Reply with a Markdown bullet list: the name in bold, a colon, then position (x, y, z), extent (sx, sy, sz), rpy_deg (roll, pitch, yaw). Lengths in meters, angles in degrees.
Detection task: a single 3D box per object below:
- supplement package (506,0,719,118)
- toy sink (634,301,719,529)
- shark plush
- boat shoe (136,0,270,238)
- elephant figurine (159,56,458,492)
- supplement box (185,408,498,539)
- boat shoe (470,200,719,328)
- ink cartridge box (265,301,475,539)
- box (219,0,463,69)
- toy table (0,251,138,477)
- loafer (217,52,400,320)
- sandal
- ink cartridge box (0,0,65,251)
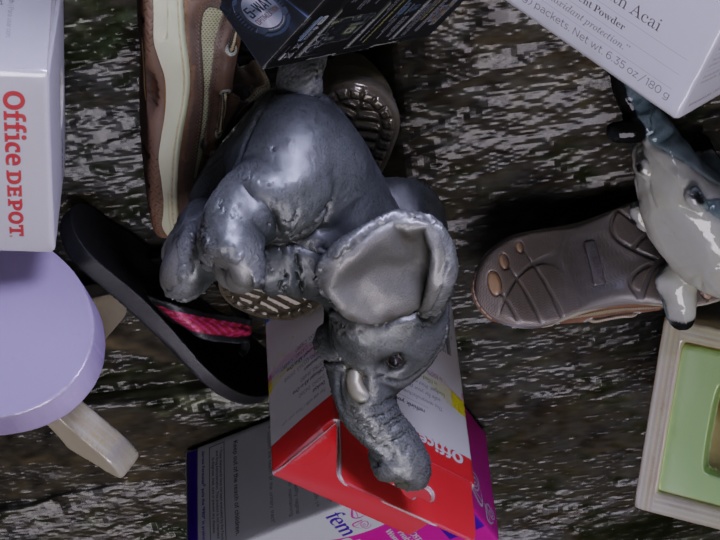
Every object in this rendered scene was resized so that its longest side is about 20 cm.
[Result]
- **supplement package**: position (0.168, -0.196, 0.900), extent (0.121, 0.120, 0.201), rpy_deg (37, 126, 20)
- **toy sink**: position (0.291, 0.105, 1.238), extent (0.199, 0.112, 0.131), rpy_deg (13, 102, 23)
- **shark plush**: position (0.196, -0.049, 1.176), extent (0.200, 0.083, 0.091), rpy_deg (46, 139, -11)
- **boat shoe**: position (-0.088, -0.098, 1.106), extent (0.074, 0.075, 0.203), rpy_deg (-4, 138, -9)
- **elephant figurine**: position (0.000, 0.000, 1.073), extent (0.199, 0.142, 0.155), rpy_deg (31, 140, -12)
- **supplement box**: position (-0.014, 0.159, 1.371), extent (0.199, 0.104, 0.101), rpy_deg (-24, 134, 17)
- **boat shoe**: position (0.163, -0.004, 1.241), extent (0.199, 0.076, 0.072), rpy_deg (-6, 172, -12)
- **ink cartridge box**: position (0.005, 0.085, 1.216), extent (0.116, 0.201, 0.067), rpy_deg (28, 129, -30)
- **box**: position (0.042, -0.187, 0.971), extent (0.200, 0.044, 0.160), rpy_deg (-43, 166, 35)
- **toy table**: position (-0.225, 0.060, 1.199), extent (0.184, 0.200, 0.117), rpy_deg (-42, 143, -13)
- **loafer**: position (-0.027, -0.050, 1.161), extent (0.075, 0.068, 0.200), rpy_deg (24, 129, -11)
- **sandal**: position (-0.110, 0.020, 1.235), extent (0.045, 0.075, 0.200), rpy_deg (-36, 128, 15)
- **ink cartridge box**: position (-0.269, -0.089, 1.089), extent (0.199, 0.085, 0.147), rpy_deg (1, 137, -5)
